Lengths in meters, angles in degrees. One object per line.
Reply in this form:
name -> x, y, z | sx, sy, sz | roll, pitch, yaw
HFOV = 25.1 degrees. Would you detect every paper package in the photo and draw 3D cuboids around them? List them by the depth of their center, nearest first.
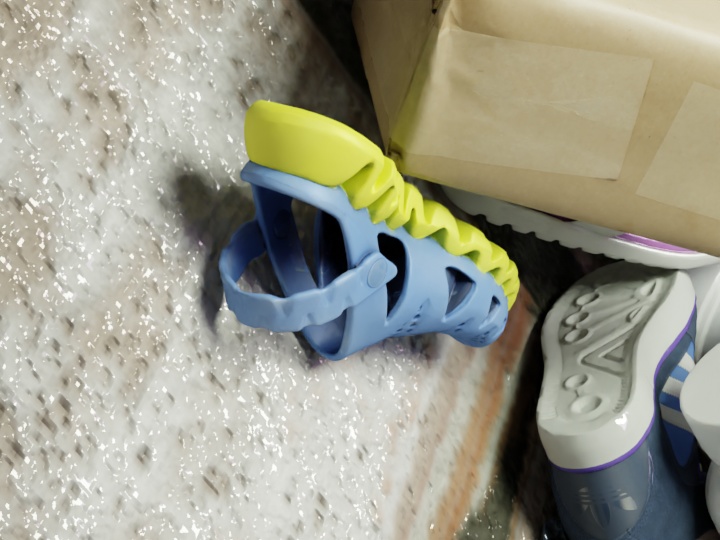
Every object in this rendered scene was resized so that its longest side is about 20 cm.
paper package -> 0.106, -0.107, 0.760 | 0.198, 0.104, 0.191 | 14, 28, -15

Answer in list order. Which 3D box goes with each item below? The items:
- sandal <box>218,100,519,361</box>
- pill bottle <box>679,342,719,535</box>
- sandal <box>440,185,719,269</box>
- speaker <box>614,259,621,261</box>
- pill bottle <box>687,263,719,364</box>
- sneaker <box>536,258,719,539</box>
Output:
sandal -> 0.000, 0.000, 0.705 | 0.199, 0.079, 0.088 | 31, 82, -51
pill bottle -> 0.237, 0.125, 0.790 | 0.201, 0.111, 0.112 | 57, 35, -19
sandal -> 0.138, -0.047, 0.853 | 0.200, 0.050, 0.083 | 4, 55, -20
speaker -> 0.198, -0.081, 1.007 | 0.089, 0.088, 0.200 | 56, 35, -16
pill bottle -> 0.273, 0.057, 0.901 | 0.116, 0.199, 0.117 | -36, 142, -35
sneaker -> 0.151, 0.095, 0.857 | 0.148, 0.080, 0.200 | 67, 26, -21
